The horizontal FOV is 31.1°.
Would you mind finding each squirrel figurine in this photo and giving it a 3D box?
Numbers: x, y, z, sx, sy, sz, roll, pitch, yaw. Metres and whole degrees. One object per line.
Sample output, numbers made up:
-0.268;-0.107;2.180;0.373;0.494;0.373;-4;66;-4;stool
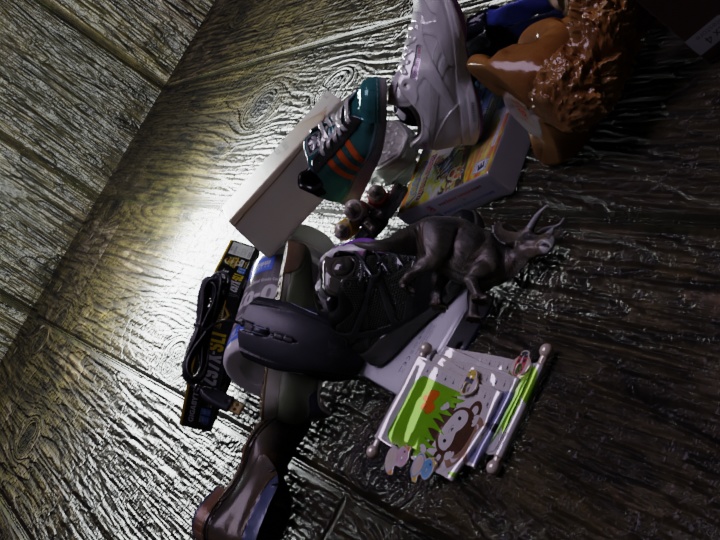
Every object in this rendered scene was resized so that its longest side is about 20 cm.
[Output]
0.229;-0.218;1.265;0.187;0.142;0.200;-44;10;-7;squirrel figurine

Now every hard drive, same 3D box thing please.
0.058;0.067;1.373;0.133;0.025;0.200;-59;22;-5;hard drive

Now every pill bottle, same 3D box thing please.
-0.093;0.047;1.603;0.113;0.113;0.202;-35;31;43;pill bottle

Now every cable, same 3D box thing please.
0.014;-0.071;1.535;0.097;0.050;0.200;-47;0;4;cable

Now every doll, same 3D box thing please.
0.154;-0.277;1.508;0.198;0.136;0.049;-16;67;29;doll

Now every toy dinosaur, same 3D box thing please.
0.094;-0.013;1.267;0.197;0.077;0.104;9;65;18;toy dinosaur

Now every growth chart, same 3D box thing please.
0.087;0.131;1.205;0.199;0.018;0.146;0;61;54;growth chart

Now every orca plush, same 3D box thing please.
0.113;-0.206;1.495;0.199;0.105;0.072;-28;79;35;orca plush

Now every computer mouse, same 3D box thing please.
-0.100;0.096;1.394;0.046;0.197;0.142;4;-73;-87;computer mouse

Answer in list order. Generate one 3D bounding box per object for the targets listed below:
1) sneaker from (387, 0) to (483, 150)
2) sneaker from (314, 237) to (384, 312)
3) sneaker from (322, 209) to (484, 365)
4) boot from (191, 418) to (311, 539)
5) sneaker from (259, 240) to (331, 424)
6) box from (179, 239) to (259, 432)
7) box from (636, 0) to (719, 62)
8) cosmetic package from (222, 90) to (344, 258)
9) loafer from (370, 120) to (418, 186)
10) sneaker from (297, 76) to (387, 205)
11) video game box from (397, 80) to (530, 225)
0.070;-0.227;1.397;0.098;0.203;0.075;-13;5;-3;sneaker
0.000;0.000;1.483;0.089;0.080;0.200;-47;-3;-24;sneaker
0.035;0.000;1.329;0.199;0.114;0.077;-45;26;22;sneaker
-0.094;0.237;1.445;0.096;0.075;0.201;20;66;42;boot
-0.057;0.074;1.453;0.067;0.088;0.204;165;114;-83;sneaker
-0.183;0.084;1.689;0.160;0.049;0.203;-80;4;-66;box
0.320;-0.340;1.179;0.166;0.163;0.202;-39;28;37;box
-0.075;-0.119;1.588;0.200;0.073;0.104;-48;17;1;cosmetic package
0.042;-0.140;1.600;0.071;0.069;0.200;-68;13;-3;loafer
-0.021;-0.143;1.457;0.201;0.079;0.072;112;161;-52;sneaker
0.135;-0.156;1.487;0.182;0.046;0.202;-27;37;57;video game box
